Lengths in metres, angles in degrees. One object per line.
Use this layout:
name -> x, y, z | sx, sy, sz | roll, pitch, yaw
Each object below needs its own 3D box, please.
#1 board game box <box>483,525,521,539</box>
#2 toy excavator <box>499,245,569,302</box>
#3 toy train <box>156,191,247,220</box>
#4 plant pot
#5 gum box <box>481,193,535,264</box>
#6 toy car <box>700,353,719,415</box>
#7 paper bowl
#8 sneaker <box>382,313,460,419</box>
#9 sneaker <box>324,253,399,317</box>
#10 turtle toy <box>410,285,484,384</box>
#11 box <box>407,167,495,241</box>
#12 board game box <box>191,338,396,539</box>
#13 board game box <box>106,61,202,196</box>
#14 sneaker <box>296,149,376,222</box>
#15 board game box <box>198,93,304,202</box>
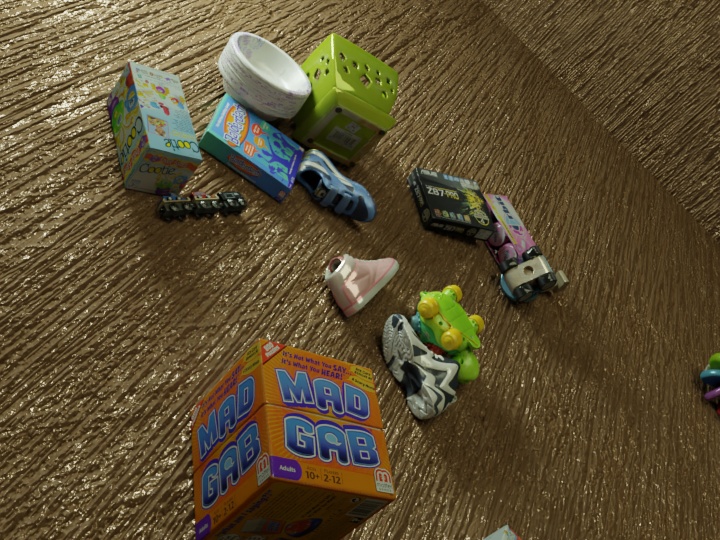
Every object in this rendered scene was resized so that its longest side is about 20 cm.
board game box -> 0.258, 0.532, 1.321 | 0.200, 0.105, 0.103 | 45, 35, -1
toy excavator -> 0.430, 0.025, 2.032 | 0.191, 0.201, 0.101 | -24, 67, -7
toy train -> -0.281, -0.119, 1.467 | 0.198, 0.034, 0.046 | -11, 60, -51
plant pot -> -0.039, -0.358, 1.827 | 0.197, 0.198, 0.185 | 21, 48, -31
gum box -> 0.366, -0.093, 2.098 | 0.112, 0.066, 0.203 | 0, 56, -48
toy car -> 1.046, 0.337, 2.346 | 0.148, 0.176, 0.202 | -30, 76, -17
paper bowl -> -0.209, -0.396, 1.741 | 0.198, 0.105, 0.202 | 30, 29, -18
sneaker -> 0.124, 0.174, 1.569 | 0.128, 0.079, 0.202 | -3, 58, -49
sneaker -> 0.000, 0.000, 1.609 | 0.105, 0.075, 0.200 | 51, 39, -2
turtle toy -> 0.174, 0.128, 1.646 | 0.202, 0.101, 0.145 | 55, 34, 11
box -> 0.221, -0.160, 2.010 | 0.196, 0.049, 0.164 | 9, 48, -31
board game box -> -0.100, 0.252, 1.146 | 0.197, 0.200, 0.203 | 19, 43, -34
board game box -> -0.362, -0.244, 1.443 | 0.103, 0.103, 0.203 | 9, 49, -41
sneaker -> -0.055, -0.161, 1.720 | 0.199, 0.074, 0.082 | 38, 37, 0
board game box -> -0.214, -0.246, 1.653 | 0.198, 0.045, 0.154 | 33, 37, -18
